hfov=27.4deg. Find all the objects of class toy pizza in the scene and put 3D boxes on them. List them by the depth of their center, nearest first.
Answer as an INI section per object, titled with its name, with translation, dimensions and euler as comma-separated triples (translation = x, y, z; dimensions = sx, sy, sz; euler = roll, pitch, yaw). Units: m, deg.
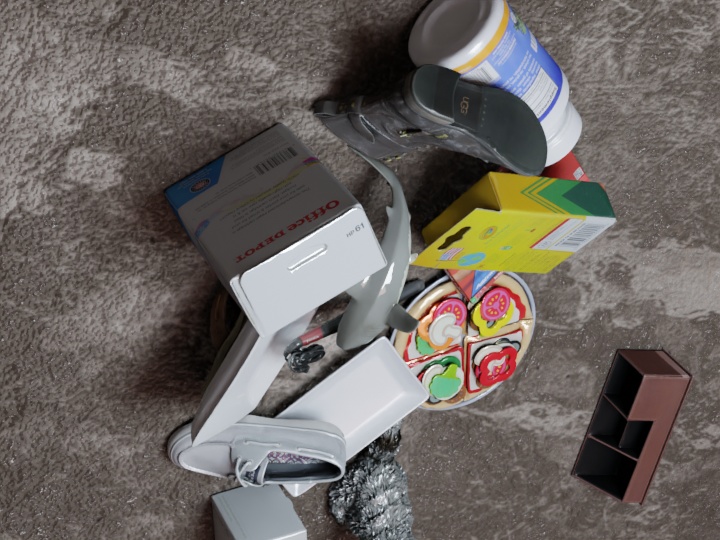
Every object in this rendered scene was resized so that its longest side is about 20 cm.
[toy pizza]
translation = 0.124, 0.085, 1.741
dimensions = 0.200, 0.032, 0.201
euler = -14, 125, -21

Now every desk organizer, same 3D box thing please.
[desk organizer]
translation = 0.349, 0.203, 1.910
dimensions = 0.077, 0.072, 0.200
euler = 3, 116, -27

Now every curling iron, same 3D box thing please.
[curling iron]
translation = -0.008, 0.055, 1.638
dimensions = 0.200, 0.026, 0.050
euler = -32, 153, -29

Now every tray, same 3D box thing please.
[tray]
translation = -0.027, 0.166, 1.705
dimensions = 0.200, 0.022, 0.107
euler = -37, 120, 0

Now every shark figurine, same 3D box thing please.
[shark figurine]
translation = 0.010, -0.016, 1.534
dimensions = 0.089, 0.128, 0.215
euler = 10, 94, -30

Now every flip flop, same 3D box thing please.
[flip flop]
translation = -0.133, 0.051, 1.568
dimensions = 0.200, 0.058, 0.081
euler = -62, 169, 31

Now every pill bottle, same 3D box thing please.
[pill bottle]
translation = 0.147, -0.197, 1.537
dimensions = 0.112, 0.112, 0.200
euler = -46, 129, 3

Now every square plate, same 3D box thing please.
[square plate]
translation = -0.103, 0.081, 1.554
dimensions = 0.198, 0.028, 0.200
euler = -58, 171, 14

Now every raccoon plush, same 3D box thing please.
[raccoon plush]
translation = 0.029, 0.273, 1.737
dimensions = 0.097, 0.134, 0.200
euler = -13, 123, -21

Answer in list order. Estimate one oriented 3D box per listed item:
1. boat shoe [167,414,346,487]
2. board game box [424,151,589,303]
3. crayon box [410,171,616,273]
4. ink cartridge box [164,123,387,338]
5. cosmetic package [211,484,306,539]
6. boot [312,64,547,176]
[boat shoe]
translation = -0.114, 0.210, 1.641
dimensions = 0.199, 0.069, 0.072
euler = 6, 123, -11
[board game box]
translation = 0.168, -0.065, 1.668
dimensions = 0.200, 0.019, 0.103
euler = -46, 128, -8
[crayon box]
translation = 0.158, -0.049, 1.579
dimensions = 0.200, 0.051, 0.127
euler = 3, 151, -37
[ink cartridge box]
translation = -0.085, -0.042, 1.446
dimensions = 0.144, 0.200, 0.085
euler = -31, 126, -8
[cosmetic package]
translation = -0.115, 0.359, 1.731
dimensions = 0.085, 0.108, 0.200
euler = -14, 122, -19
[boot]
translation = 0.072, -0.142, 1.502
dimensions = 0.200, 0.174, 0.069
euler = 28, 68, -26
